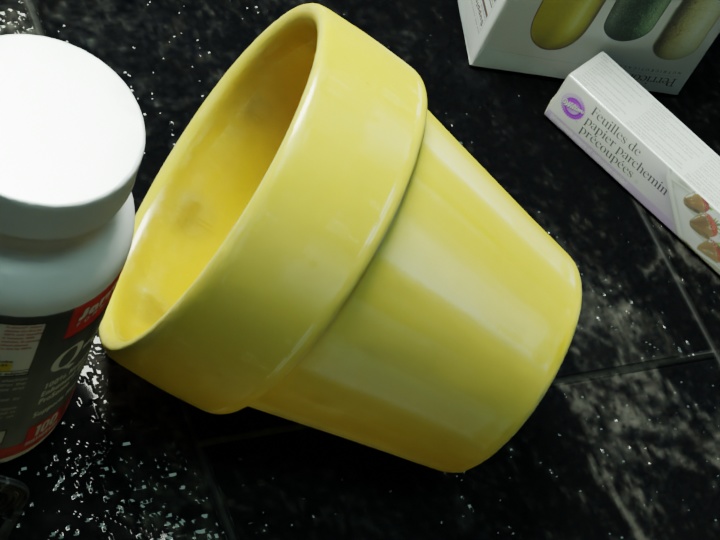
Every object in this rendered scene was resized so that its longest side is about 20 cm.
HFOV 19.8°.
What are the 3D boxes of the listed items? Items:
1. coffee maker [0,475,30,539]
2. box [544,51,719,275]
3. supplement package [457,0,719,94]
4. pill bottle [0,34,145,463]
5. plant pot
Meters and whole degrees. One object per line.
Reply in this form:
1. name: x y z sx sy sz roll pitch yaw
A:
1. coffee maker: -0.208 0.165 0.835 0.191 0.135 0.201 0 55 -25
2. box: 0.200 -0.048 1.241 0.200 0.039 0.041 43 48 12
3. supplement package: 0.159 -0.235 1.259 0.151 0.200 0.151 6 53 -19
4. pill bottle: -0.168 -0.006 0.939 0.115 0.200 0.116 12 51 -15
5. plant pot: 0.000 0.000 1.026 0.188 0.201 0.201 31 47 -18
